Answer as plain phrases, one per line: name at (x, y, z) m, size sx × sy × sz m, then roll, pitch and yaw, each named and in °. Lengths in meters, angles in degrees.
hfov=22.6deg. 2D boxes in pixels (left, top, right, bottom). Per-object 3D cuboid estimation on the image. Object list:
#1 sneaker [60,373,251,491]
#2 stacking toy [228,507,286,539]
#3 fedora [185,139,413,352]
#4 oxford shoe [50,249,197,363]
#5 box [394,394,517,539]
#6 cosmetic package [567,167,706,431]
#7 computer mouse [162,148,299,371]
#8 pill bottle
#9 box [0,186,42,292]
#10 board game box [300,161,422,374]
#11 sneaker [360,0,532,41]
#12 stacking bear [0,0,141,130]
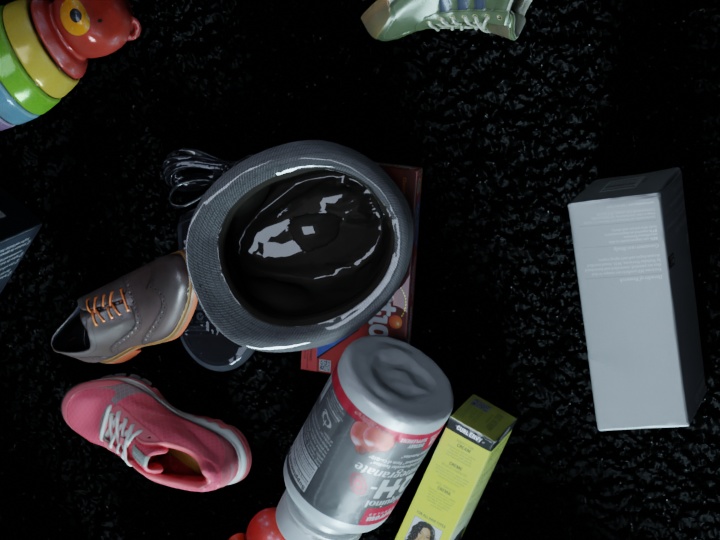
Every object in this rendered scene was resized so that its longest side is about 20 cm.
sneaker at (-0.204, 0.156, 1.716) m, size 0.198 × 0.087 × 0.075 m, roll 18°, pitch 108°, yaw 14°
stacking toy at (-0.134, 0.301, 1.735) m, size 0.200 × 0.085 × 0.086 m, roll -42°, pitch 88°, yaw 19°
fedora at (-0.053, -0.027, 1.583) m, size 0.199 × 0.090 × 0.178 m, roll -27°, pitch 101°, yaw 3°
oxford shoe at (-0.216, 0.039, 1.660) m, size 0.200 × 0.072 × 0.072 m, roll -37°, pitch 64°, yaw 44°
box at (0.075, 0.217, 1.642) m, size 0.050 × 0.075 × 0.202 m, roll 27°, pitch 112°, yaw 13°
cosmetic package at (0.235, 0.026, 1.519) m, size 0.089 × 0.107 × 0.202 m, roll -7°, pitch 103°, yaw 21°
computer mouse at (-0.118, -0.009, 1.668) m, size 0.137 × 0.053 × 0.202 m, roll 5°, pitch 94°, yaw 17°
pill bottle at (-0.004, 0.166, 1.628) m, size 0.110 × 0.111 × 0.201 m, roll 34°, pitch 124°, yaw 8°
box at (-0.421, 0.013, 1.723) m, size 0.107 × 0.148 × 0.201 m, roll 38°, pitch 112°, yaw 7°
board game box at (0.000, 0.000, 1.642) m, size 0.102 × 0.019 × 0.202 m, roll 8°, pitch 106°, yaw 16°
sneaker at (0.100, -0.229, 1.521) m, size 0.199 × 0.067 × 0.090 m, roll -31°, pitch 87°, yaw 20°
stacking bear at (-0.298, -0.202, 1.649) m, size 0.199 × 0.114 × 0.122 m, roll -27°, pitch 85°, yaw 12°
